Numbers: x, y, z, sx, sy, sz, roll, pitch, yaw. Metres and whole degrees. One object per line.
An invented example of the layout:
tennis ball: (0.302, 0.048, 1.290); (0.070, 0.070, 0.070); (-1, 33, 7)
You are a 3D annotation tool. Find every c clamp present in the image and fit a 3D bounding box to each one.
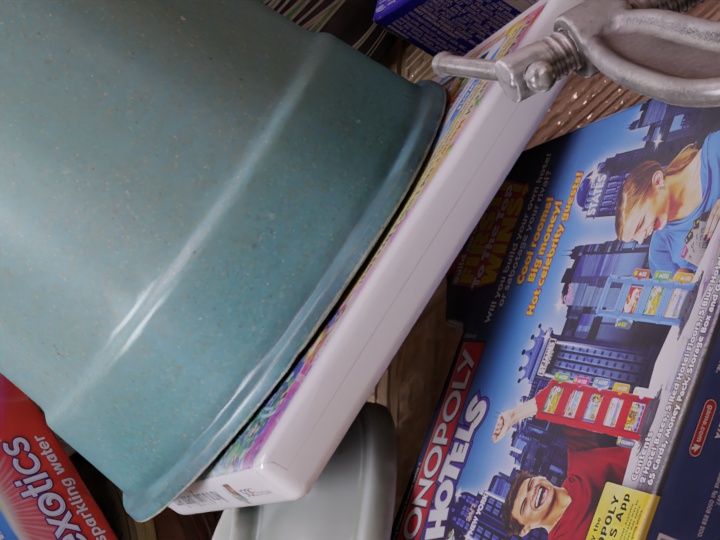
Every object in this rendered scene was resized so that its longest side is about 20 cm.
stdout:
c clamp: (0.131, -0.097, 0.593); (0.199, 0.027, 0.171); (-26, 20, -7)

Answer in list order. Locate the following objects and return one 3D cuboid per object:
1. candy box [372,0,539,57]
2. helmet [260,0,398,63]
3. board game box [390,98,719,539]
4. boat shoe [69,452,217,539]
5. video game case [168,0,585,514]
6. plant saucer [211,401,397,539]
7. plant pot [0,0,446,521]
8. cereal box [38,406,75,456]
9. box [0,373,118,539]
candy box: (0.102, -0.186, 0.798); (0.200, 0.077, 0.170); (-24, 46, 54)
helmet: (-0.064, -0.158, 0.974); (0.200, 0.200, 0.191); (-15, 44, 59)
board game box: (0.081, 0.029, 0.655); (0.200, 0.061, 0.201); (8, 76, 67)
boat shoe: (-0.105, 0.106, 0.949); (0.072, 0.067, 0.200); (-62, 26, 24)
video game case: (0.000, 0.000, 0.725); (0.200, 0.024, 0.182); (-57, 10, -17)
plant saucer: (-0.038, 0.142, 0.730); (0.200, 0.050, 0.201); (-165, 90, -83)
plant pot: (-0.104, -0.045, 0.728); (0.200, 0.196, 0.200); (-51, 11, 14)
cereal box: (-0.168, 0.039, 0.977); (0.200, 0.039, 0.144); (-33, 41, 31)
box: (-0.167, 0.130, 0.834); (0.200, 0.099, 0.096); (55, 141, 25)
